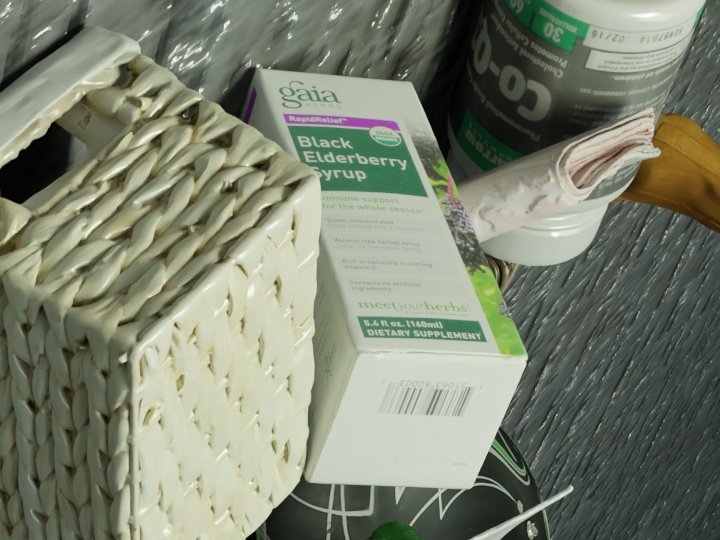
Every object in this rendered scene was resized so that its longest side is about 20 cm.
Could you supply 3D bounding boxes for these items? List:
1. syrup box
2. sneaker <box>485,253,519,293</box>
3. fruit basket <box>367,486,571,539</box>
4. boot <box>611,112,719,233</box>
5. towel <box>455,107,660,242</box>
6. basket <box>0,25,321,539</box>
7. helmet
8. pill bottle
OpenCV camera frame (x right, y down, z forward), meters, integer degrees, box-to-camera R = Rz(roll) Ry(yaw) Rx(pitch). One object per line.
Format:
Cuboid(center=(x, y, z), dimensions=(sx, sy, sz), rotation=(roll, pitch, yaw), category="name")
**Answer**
Cuboid(center=(0.000, 0.000, 1.205), dimensions=(0.079, 0.200, 0.081), rotation=(4, 130, -21), category="syrup box")
Cuboid(center=(0.032, 0.022, 1.625), dimensions=(0.200, 0.070, 0.076), rotation=(-53, -177, 9), category="sneaker")
Cuboid(center=(-0.023, 0.157, 1.209), dimensions=(0.200, 0.094, 0.185), rotation=(-30, 172, -29), category="fruit basket")
Cuboid(center=(0.223, -0.054, 1.873), dimensions=(0.071, 0.144, 0.201), rotation=(-54, 165, -6), category="boot")
Cuboid(center=(0.043, -0.025, 1.382), dimensions=(0.200, 0.032, 0.191), rotation=(-22, -179, 23), category="towel")
Cuboid(center=(-0.097, 0.031, 1.070), dimensions=(0.136, 0.123, 0.200), rotation=(-45, 154, -36), category="basket")
Cuboid(center=(-0.012, 0.131, 1.432), dimensions=(0.191, 0.200, 0.200), rotation=(16, 108, -52), category="helmet")
Cuboid(center=(0.112, -0.103, 1.496), dimensions=(0.113, 0.113, 0.200), rotation=(-43, 158, -42), category="pill bottle")
